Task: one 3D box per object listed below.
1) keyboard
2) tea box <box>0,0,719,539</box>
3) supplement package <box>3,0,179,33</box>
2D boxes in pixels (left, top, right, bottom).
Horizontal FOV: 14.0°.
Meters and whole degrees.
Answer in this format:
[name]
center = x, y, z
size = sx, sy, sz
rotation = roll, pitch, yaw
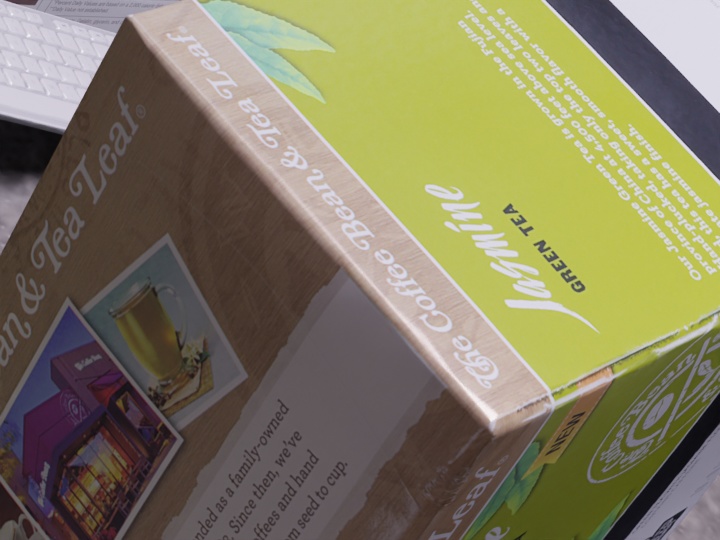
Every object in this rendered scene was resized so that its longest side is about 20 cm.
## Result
[keyboard]
center = -0.090, -0.061, 0.944
size = 0.200, 0.011, 0.056
rotation = 12, 36, -53
[tea box]
center = 0.005, 0.028, 0.756
size = 0.196, 0.200, 0.134
rotation = -22, 63, -45
[supplement package]
center = -0.139, -0.187, 1.003
size = 0.155, 0.111, 0.200
rotation = -4, 50, -47
